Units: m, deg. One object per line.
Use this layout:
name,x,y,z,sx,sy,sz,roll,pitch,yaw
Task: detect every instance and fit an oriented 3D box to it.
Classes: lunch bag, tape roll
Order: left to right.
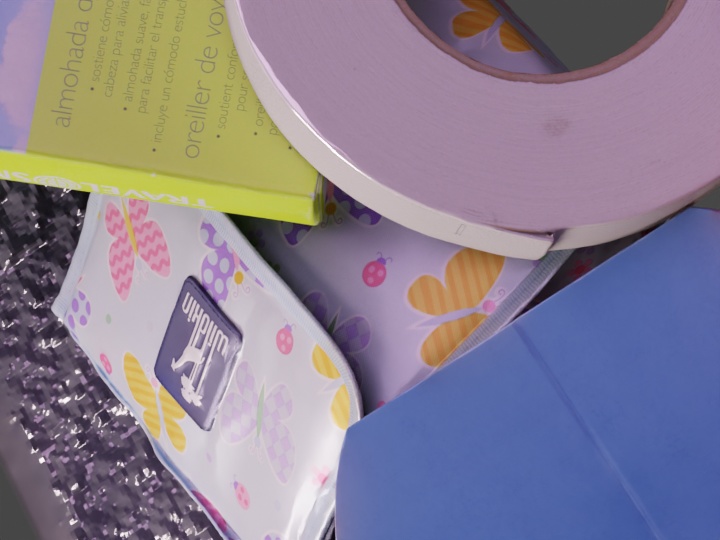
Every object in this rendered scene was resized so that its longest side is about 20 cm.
lunch bag,0.000,0.000,0.989,0.200,0.127,0.170,-44,58,9
tape roll,0.054,-0.106,0.894,0.202,0.037,0.204,1,79,-5

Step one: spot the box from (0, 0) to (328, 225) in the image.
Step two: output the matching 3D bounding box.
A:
box,-0.102,-0.090,0.926,0.199,0.048,0.123,9,77,2

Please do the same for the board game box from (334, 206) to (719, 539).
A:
board game box,0.092,0.075,0.924,0.200,0.039,0.158,-33,102,7
